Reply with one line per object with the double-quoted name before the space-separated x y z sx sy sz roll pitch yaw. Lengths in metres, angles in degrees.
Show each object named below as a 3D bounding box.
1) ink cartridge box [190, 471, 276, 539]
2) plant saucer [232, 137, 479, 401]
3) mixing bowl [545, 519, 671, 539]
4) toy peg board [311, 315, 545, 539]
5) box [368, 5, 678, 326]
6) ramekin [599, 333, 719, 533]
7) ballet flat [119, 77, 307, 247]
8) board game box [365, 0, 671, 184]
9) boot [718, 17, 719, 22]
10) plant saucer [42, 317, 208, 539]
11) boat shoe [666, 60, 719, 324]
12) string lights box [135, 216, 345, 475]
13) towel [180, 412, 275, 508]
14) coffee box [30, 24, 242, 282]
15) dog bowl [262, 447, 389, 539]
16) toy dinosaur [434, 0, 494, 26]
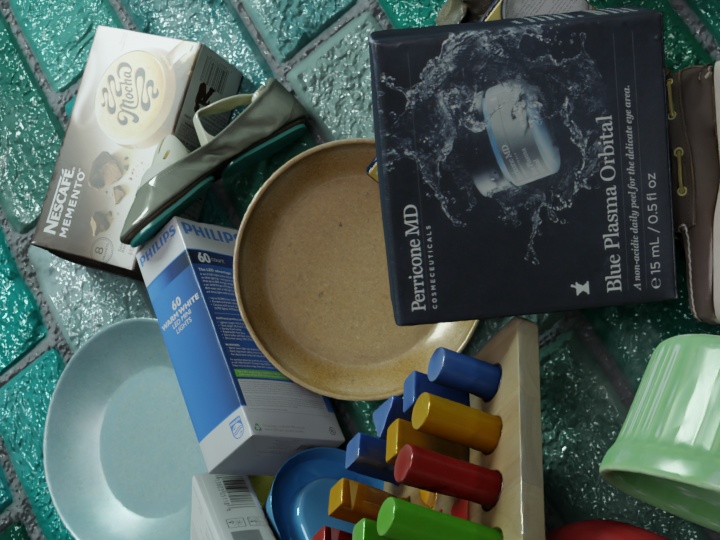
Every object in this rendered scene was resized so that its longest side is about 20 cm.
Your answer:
"ink cartridge box" -0.091 0.273 1.112 0.050 0.162 0.202 -4 110 -15
"plant saucer" 0.000 0.000 1.171 0.198 0.035 0.203 0 87 -4
"mixing bowl" 0.154 0.242 1.008 0.200 0.200 0.109 -47 42 8
"toy peg board" 0.032 0.151 1.032 0.200 0.097 0.201 -50 29 45
"box" 0.111 -0.075 1.054 0.198 0.117 0.199 -6 101 1
"ramekin" 0.263 0.117 0.970 0.198 0.200 0.099 15 77 27
"ballet flat" -0.131 -0.093 1.230 0.199 0.067 0.064 -37 87 -27
"board game box" 0.116 -0.111 1.124 0.135 0.035 0.201 38 98 -7
"boot" 0.358 -0.136 1.053 0.138 0.077 0.201 -30 68 11
"plant saucer" -0.178 0.141 1.249 0.199 0.039 0.203 -5 80 30
"boat shoe" 0.247 -0.055 1.086 0.059 0.072 0.202 -6 72 29
"string lights box" -0.096 0.059 1.186 0.059 0.102 0.201 -41 57 31
"towel" -0.078 0.185 1.212 0.086 0.018 0.201 -33 66 14
"coffee box" -0.192 -0.097 1.296 0.112 0.080 0.202 14 84 26
"dog bowl" -0.010 0.233 1.120 0.050 0.111 0.201 -49 57 45
"toy dinosaur" 0.087 -0.150 1.189 0.102 0.077 0.202 28 116 26
